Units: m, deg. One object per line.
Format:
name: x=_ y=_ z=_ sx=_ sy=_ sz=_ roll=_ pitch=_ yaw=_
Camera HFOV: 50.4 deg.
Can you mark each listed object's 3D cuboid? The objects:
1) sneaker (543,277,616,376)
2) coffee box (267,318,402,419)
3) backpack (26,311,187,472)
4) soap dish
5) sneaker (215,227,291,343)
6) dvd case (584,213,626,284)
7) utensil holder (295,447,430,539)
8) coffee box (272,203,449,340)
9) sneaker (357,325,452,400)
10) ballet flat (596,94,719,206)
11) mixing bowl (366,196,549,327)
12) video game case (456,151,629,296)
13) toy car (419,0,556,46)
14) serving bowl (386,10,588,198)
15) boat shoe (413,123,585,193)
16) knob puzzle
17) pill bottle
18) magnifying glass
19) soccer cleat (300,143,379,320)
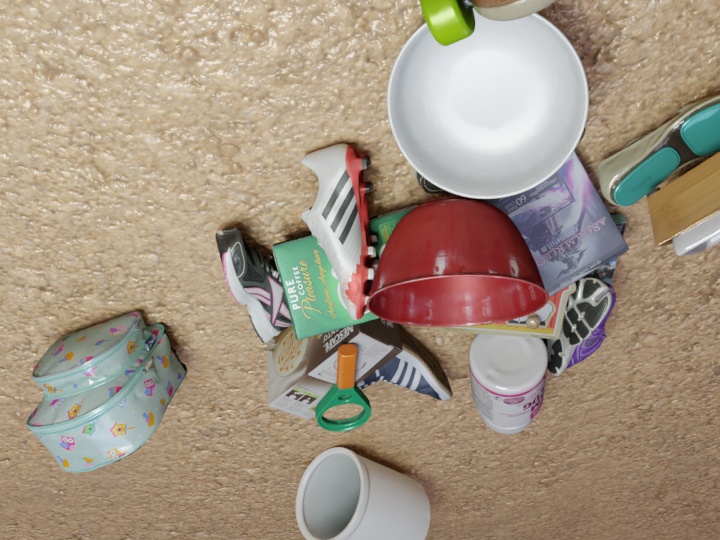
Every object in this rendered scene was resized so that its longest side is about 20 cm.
sneaker: x=0.320 y=0.073 z=1.097 sx=0.083 sy=0.081 sz=0.201 roll=-15 pitch=149 yaw=-17
coffee box: x=-0.041 y=0.105 z=1.062 sx=0.079 sy=0.115 sz=0.200 roll=26 pitch=129 yaw=-33
backpack: x=-0.342 y=0.161 z=1.016 sx=0.174 sy=0.201 sz=0.154 roll=-16 pitch=122 yaw=13
soap dish: x=0.422 y=-0.087 z=0.884 sx=0.157 sy=0.082 sz=0.199 roll=-36 pitch=166 yaw=29
sneaker: x=-0.121 y=0.008 z=0.985 sx=0.086 sy=0.081 sz=0.201 roll=-23 pitch=145 yaw=-2
dvd case: x=0.282 y=0.006 z=1.069 sx=0.144 sy=0.022 sz=0.201 roll=-8 pitch=138 yaw=1
utensil holder: x=0.009 y=0.433 z=1.404 sx=0.169 sy=0.171 sz=0.199 roll=-34 pitch=135 yaw=28
coffee box: x=0.000 y=0.000 z=0.942 sx=0.198 sy=0.044 sz=0.124 roll=-17 pitch=100 yaw=-2
sneaker: x=0.049 y=0.154 z=1.155 sx=0.108 sy=0.070 sz=0.200 roll=-36 pitch=125 yaw=15
ballet flat: x=0.360 y=-0.151 z=0.873 sx=0.199 sy=0.070 sz=0.069 roll=-33 pitch=133 yaw=19
mixing bowl: x=0.105 y=-0.013 z=0.848 sx=0.197 sy=0.110 sz=0.200 roll=0 pitch=162 yaw=0
video game case: x=0.228 y=-0.059 z=0.943 sx=0.142 sy=0.019 sz=0.200 roll=-32 pitch=120 yaw=14
toy car: x=0.101 y=-0.314 z=0.599 sx=0.163 sy=0.159 sz=0.201 roll=-17 pitch=128 yaw=26
serving bowl: x=0.129 y=-0.177 z=0.781 sx=0.198 sy=0.066 sz=0.202 roll=6 pitch=121 yaw=11
boat shoe: x=0.152 y=-0.135 z=0.860 sx=0.200 sy=0.061 sz=0.072 roll=-25 pitch=135 yaw=18
knob puzzle: x=0.189 y=0.020 z=1.027 sx=0.217 sy=0.031 sz=0.221 roll=7 pitch=131 yaw=8
pill bottle: x=0.225 y=0.170 z=1.168 sx=0.112 sy=0.114 sz=0.201 roll=-11 pitch=148 yaw=4
magnifying glass: x=-0.021 y=0.163 z=1.033 sx=0.079 sy=0.023 sz=0.201 roll=-5 pitch=143 yaw=-8
soccer cleat: x=-0.025 y=-0.043 z=0.880 sx=0.084 sy=0.069 sz=0.203 roll=-2 pitch=101 yaw=10
